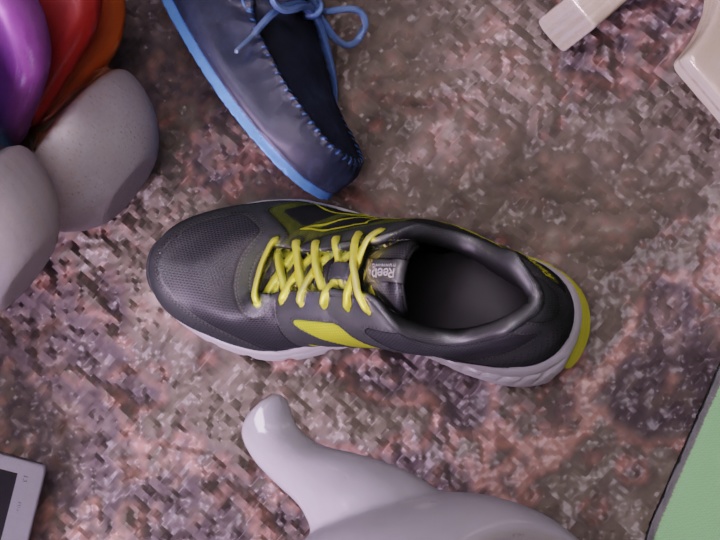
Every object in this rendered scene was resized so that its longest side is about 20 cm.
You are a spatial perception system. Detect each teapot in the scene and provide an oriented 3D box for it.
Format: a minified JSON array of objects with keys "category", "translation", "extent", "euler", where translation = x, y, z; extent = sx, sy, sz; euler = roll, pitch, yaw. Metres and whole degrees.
[{"category":"teapot","translation":[0.010,0.184,0.922],"extent":[0.146,0.197,0.200],"euler":[-4,49,45]}]

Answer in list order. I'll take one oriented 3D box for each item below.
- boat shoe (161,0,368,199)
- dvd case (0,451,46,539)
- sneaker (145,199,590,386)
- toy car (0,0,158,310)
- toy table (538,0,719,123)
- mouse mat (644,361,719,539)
[{"category":"boat shoe","translation":[-0.049,-0.128,1.037],"extent":[0.069,0.084,0.200],"euler":[-34,75,12]},{"category":"dvd case","translation":[-0.245,0.131,0.980],"extent":[0.199,0.025,0.151],"euler":[18,78,-24]},{"category":"sneaker","translation":[0.000,0.000,0.997],"extent":[0.199,0.085,0.075],"euler":[6,77,11]},{"category":"toy car","translation":[-0.175,-0.092,0.986],"extent":[0.175,0.200,0.150],"euler":[38,129,5]},{"category":"toy table","translation":[0.145,-0.158,0.974],"extent":[0.117,0.184,0.200],"euler":[-41,81,-16]},{"category":"mouse mat","translation":[0.239,0.093,0.974],"extent":[0.199,0.008,0.161],"euler":[24,82,15]}]
